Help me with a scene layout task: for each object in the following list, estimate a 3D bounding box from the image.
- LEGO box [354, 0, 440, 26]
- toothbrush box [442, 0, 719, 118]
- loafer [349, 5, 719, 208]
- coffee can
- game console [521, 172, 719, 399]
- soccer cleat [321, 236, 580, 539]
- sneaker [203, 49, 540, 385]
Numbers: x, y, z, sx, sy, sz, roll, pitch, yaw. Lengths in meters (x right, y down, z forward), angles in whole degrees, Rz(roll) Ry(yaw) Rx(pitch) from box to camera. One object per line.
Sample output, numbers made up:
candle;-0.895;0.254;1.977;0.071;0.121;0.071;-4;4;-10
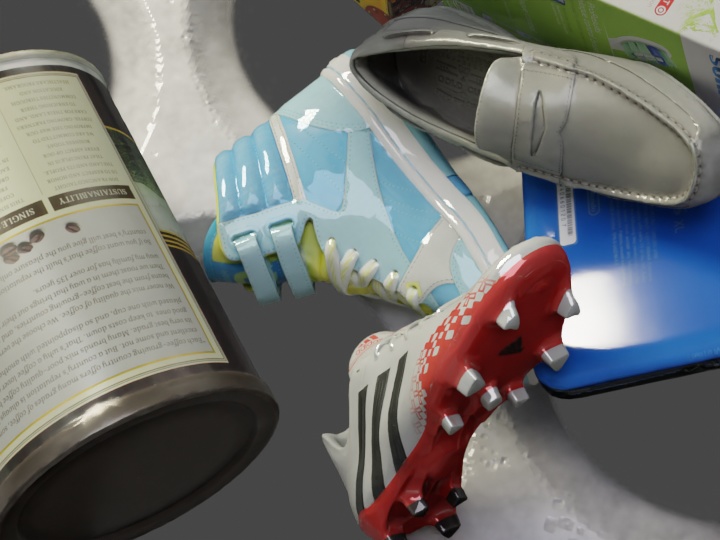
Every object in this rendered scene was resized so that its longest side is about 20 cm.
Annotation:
LEGO box;-0.027;-0.237;1.301;0.077;0.149;0.200;-43;71;-12
toothbrush box;0.147;-0.164;1.193;0.200;0.086;0.146;28;73;28
loafer;0.081;-0.072;1.170;0.200;0.070;0.070;22;29;38
coffee can;-0.147;0.017;1.205;0.146;0.146;0.200;-26;67;-6
game console;0.176;-0.014;1.218;0.170;0.118;0.200;-13;52;18
soccer cleat;0.035;0.046;1.162;0.068;0.200;0.085;-13;54;-35
sneaker;0.000;0.000;1.241;0.130;0.080;0.200;-32;65;-5
